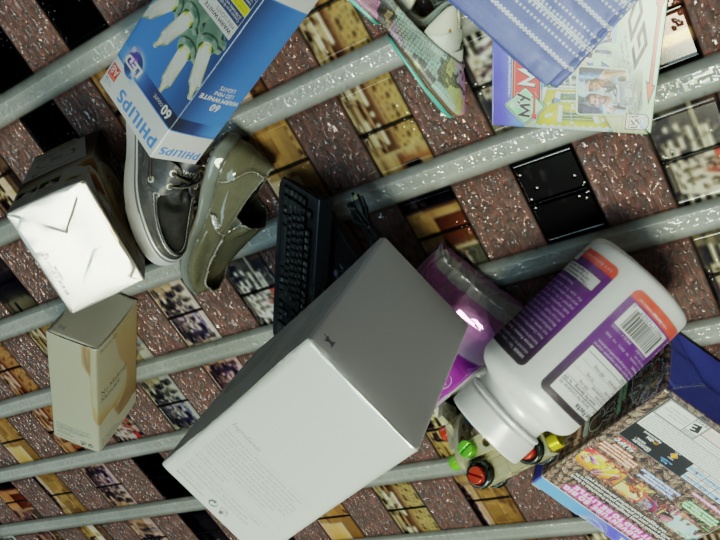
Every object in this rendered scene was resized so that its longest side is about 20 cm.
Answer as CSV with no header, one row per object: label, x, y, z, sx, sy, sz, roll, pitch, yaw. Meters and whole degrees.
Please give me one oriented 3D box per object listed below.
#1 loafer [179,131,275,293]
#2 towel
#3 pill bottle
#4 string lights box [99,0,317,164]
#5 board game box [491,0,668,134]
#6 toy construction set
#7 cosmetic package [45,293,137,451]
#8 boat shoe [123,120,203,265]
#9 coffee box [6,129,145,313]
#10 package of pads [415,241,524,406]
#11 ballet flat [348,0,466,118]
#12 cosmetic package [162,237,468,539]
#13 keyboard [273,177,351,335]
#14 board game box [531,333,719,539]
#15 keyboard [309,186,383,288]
loafer,-0.139,-0.048,0.873,0.069,0.075,0.200,23,129,2
towel,0.154,-0.248,0.606,0.145,0.024,0.200,39,128,-5
pill bottle,0.184,0.077,0.750,0.200,0.111,0.111,-45,102,5
string lights box,-0.131,-0.200,0.711,0.200,0.059,0.103,-47,67,23
board game box,0.173,-0.208,0.655,0.134,0.029,0.201,6,126,18
toy construction set,0.149,0.153,0.874,0.092,0.131,0.200,4,145,-39
cosmetic package,-0.345,0.128,1.072,0.071,0.105,0.200,19,131,7
boat shoe,-0.186,-0.106,0.815,0.066,0.070,0.201,-3,88,34
coffee box,-0.280,-0.058,0.840,0.080,0.200,0.115,-25,117,-3
package of pads,0.070,0.074,0.874,0.120,0.076,0.200,39,129,-2
ballet flat,0.037,-0.218,0.688,0.071,0.069,0.200,-41,103,19
cosmetic package,-0.030,0.105,0.720,0.123,0.199,0.200,44,121,-5
keyboard,-0.050,0.016,0.848,0.127,0.021,0.201,29,126,38
board game box,0.304,0.183,0.842,0.159,0.097,0.200,36,130,-5
keyboard,0.000,0.000,0.830,0.200,0.021,0.127,57,137,12
